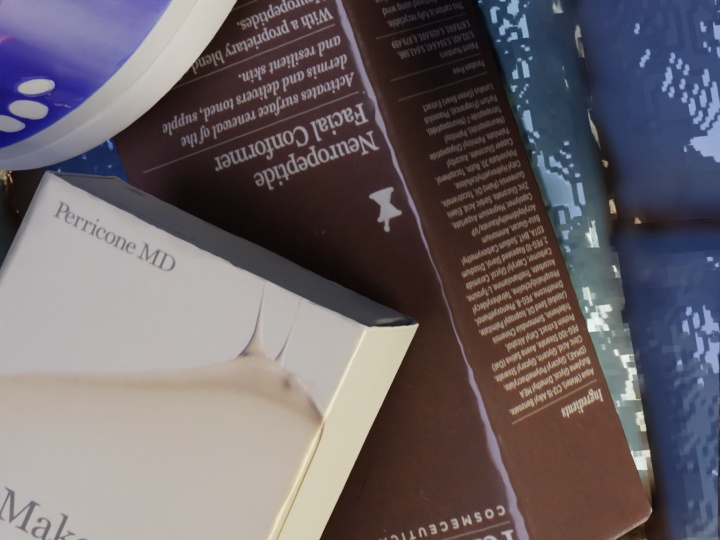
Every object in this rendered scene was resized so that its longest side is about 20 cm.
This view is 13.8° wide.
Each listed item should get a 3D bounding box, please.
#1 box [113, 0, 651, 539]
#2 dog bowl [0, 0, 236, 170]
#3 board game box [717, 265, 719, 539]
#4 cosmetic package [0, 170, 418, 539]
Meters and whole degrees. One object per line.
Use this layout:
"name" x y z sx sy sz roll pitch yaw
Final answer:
"box" 0.000 0.000 0.888 0.100 0.075 0.200 -19 92 34
"dog bowl" -0.111 -0.135 0.873 0.200 0.079 0.200 -17 65 41
"board game box" 0.181 -0.024 0.747 0.159 0.097 0.200 6 105 32
"cosmetic package" -0.075 0.083 0.822 0.103 0.073 0.200 25 96 11
